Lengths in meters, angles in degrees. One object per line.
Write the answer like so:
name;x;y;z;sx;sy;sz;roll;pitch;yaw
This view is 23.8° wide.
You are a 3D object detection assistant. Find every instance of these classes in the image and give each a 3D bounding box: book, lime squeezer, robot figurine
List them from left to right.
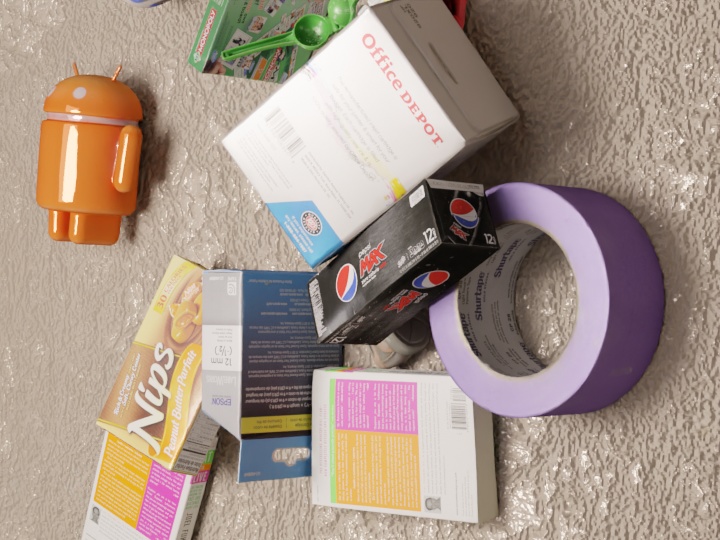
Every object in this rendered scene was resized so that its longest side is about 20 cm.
robot figurine;-0.305;-0.131;1.918;0.144;0.115;0.203;-152;67;-81
book;-0.234;0.246;1.878;0.133;0.048;0.202;28;109;35
lime squeezer;-0.039;-0.251;1.658;0.199;0.070;0.038;-28;53;26
book;0.038;0.161;1.619;0.199;0.048;0.135;1;96;42

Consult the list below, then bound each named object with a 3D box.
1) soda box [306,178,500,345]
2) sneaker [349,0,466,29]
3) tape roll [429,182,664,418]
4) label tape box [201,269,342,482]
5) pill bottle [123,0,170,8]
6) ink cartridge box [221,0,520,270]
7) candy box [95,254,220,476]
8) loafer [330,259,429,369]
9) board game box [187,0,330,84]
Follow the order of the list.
soda box;0.034;-0.004;1.504;0.200;0.070;0.064;-40;56;46
sneaker;0.051;-0.228;1.605;0.090;0.078;0.201;42;116;34
tape roll;0.159;0.026;1.489;0.199;0.084;0.203;-1;89;43
label tape box;-0.086;0.101;1.681;0.066;0.142;0.203;2;90;43
pill bottle;-0.179;-0.356;1.804;0.199;0.113;0.115;-12;81;43
ink cartridge box;0.012;-0.129;1.538;0.199;0.144;0.148;-37;87;29
candy box;-0.184;0.099;1.793;0.115;0.055;0.202;25;91;32
loafer;0.000;0.000;1.657;0.063;0.071;0.202;-41;65;44
board game box;-0.081;-0.284;1.694;0.029;0.134;0.202;38;114;37
